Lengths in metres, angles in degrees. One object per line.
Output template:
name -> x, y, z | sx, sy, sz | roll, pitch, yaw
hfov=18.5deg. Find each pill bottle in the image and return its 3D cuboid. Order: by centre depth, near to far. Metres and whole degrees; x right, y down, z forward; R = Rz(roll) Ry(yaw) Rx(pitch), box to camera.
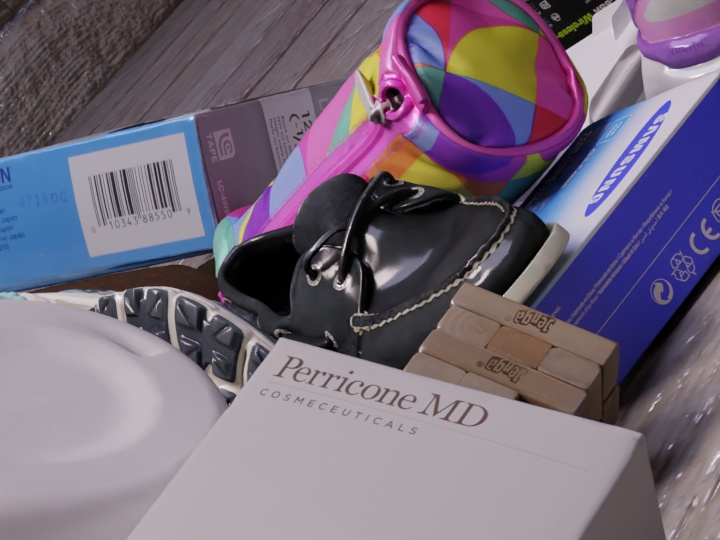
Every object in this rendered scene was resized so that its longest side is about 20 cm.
pill bottle -> -0.101, 0.120, 0.607 | 0.112, 0.111, 0.201 | -70, -9, -64

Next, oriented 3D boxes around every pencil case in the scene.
pencil case -> 0.008, -0.034, 0.860 | 0.089, 0.088, 0.200 | -53, 2, -37

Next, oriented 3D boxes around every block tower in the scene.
block tower -> 0.006, 0.095, 0.608 | 0.200, 0.058, 0.054 | -52, -29, -33

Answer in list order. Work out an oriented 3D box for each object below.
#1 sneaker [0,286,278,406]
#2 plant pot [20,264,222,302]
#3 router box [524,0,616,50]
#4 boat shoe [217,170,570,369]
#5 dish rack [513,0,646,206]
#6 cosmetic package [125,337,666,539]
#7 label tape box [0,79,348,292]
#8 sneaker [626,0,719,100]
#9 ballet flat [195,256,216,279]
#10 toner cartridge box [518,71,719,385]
sneaker -> -0.061, 0.035, 0.772 | 0.086, 0.078, 0.199 | -10, 15, -42
plant pot -> -0.132, 0.084, 0.916 | 0.200, 0.188, 0.187 | -34, 5, -32
router box -> 0.105, -0.155, 1.153 | 0.200, 0.062, 0.150 | -31, 18, 48
boat shoe -> 0.001, -0.002, 0.761 | 0.075, 0.066, 0.199 | -47, 11, -16
dish rack -> 0.061, -0.046, 0.981 | 0.200, 0.044, 0.172 | -29, 19, 49
cosmetic package -> -0.018, 0.120, 0.487 | 0.107, 0.085, 0.200 | 12, 49, 30
label tape box -> -0.074, -0.045, 1.052 | 0.143, 0.067, 0.200 | -11, 7, 32
sneaker -> 0.148, -0.149, 0.904 | 0.080, 0.089, 0.200 | -20, 23, 30
ballet flat -> -0.077, 0.039, 1.082 | 0.069, 0.070, 0.200 | -31, 13, 46
toner cartridge box -> 0.058, 0.022, 0.756 | 0.200, 0.043, 0.095 | -50, 13, -23
